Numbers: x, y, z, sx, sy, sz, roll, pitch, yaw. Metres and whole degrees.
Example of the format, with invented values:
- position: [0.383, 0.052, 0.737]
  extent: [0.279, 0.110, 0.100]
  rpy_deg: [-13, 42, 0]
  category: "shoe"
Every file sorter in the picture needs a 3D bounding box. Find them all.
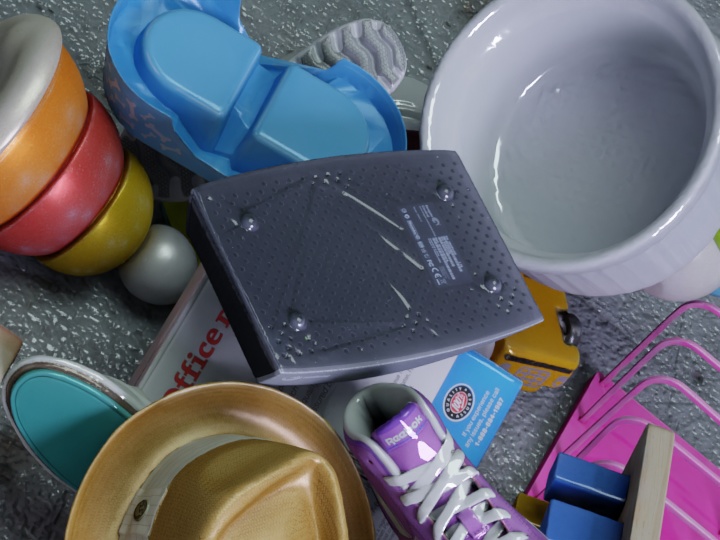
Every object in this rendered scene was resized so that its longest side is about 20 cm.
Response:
- position: [0.204, 0.136, 1.628]
  extent: [0.139, 0.126, 0.200]
  rpy_deg: [39, 40, -2]
  category: "file sorter"

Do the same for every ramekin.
- position: [0.145, -0.081, 1.576]
  extent: [0.201, 0.200, 0.098]
  rpy_deg: [65, 12, 27]
  category: "ramekin"

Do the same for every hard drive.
- position: [0.000, 0.000, 1.429]
  extent: [0.199, 0.042, 0.135]
  rpy_deg: [-10, 64, -39]
  category: "hard drive"

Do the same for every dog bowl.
- position: [-0.069, -0.099, 1.526]
  extent: [0.199, 0.050, 0.112]
  rpy_deg: [30, 52, -4]
  category: "dog bowl"

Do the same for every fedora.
- position: [-0.059, 0.154, 1.315]
  extent: [0.199, 0.082, 0.202]
  rpy_deg: [6, 78, -30]
  category: "fedora"

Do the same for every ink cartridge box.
- position: [-0.028, 0.078, 1.483]
  extent: [0.199, 0.084, 0.147]
  rpy_deg: [33, 78, -9]
  category: "ink cartridge box"

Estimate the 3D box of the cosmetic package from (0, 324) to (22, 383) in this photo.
- position: [-0.264, 0.105, 1.312]
  extent: [0.087, 0.103, 0.200]
  rpy_deg: [32, 42, -7]
  category: "cosmetic package"

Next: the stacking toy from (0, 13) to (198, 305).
- position: [-0.178, -0.045, 1.525]
  extent: [0.200, 0.146, 0.147]
  rpy_deg: [42, 36, -28]
  category: "stacking toy"

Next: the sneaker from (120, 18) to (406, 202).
- position: [-0.064, -0.093, 1.612]
  extent: [0.199, 0.082, 0.075]
  rpy_deg: [-22, 85, -11]
  category: "sneaker"

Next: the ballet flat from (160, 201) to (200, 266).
- position: [-0.066, -0.001, 1.587]
  extent: [0.066, 0.067, 0.201]
  rpy_deg: [-3, 56, -37]
  category: "ballet flat"

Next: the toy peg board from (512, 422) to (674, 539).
- position: [0.094, 0.210, 1.435]
  extent: [0.097, 0.200, 0.201]
  rpy_deg: [18, 43, -1]
  category: "toy peg board"

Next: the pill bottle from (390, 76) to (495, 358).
- position: [0.022, -0.025, 1.640]
  extent: [0.114, 0.114, 0.201]
  rpy_deg: [16, 45, -26]
  category: "pill bottle"

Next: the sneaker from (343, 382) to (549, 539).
- position: [0.049, 0.133, 1.340]
  extent: [0.200, 0.073, 0.115]
  rpy_deg: [40, -15, 48]
  category: "sneaker"

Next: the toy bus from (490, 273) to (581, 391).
- position: [0.090, -0.003, 1.701]
  extent: [0.065, 0.078, 0.201]
  rpy_deg: [14, 47, -29]
  category: "toy bus"

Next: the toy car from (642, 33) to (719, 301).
- position: [0.217, -0.055, 1.696]
  extent: [0.200, 0.150, 0.175]
  rpy_deg: [35, 66, 29]
  category: "toy car"

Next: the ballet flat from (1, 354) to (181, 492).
- position: [-0.115, 0.106, 1.386]
  extent: [0.200, 0.069, 0.070]
  rpy_deg: [38, 39, -17]
  category: "ballet flat"
